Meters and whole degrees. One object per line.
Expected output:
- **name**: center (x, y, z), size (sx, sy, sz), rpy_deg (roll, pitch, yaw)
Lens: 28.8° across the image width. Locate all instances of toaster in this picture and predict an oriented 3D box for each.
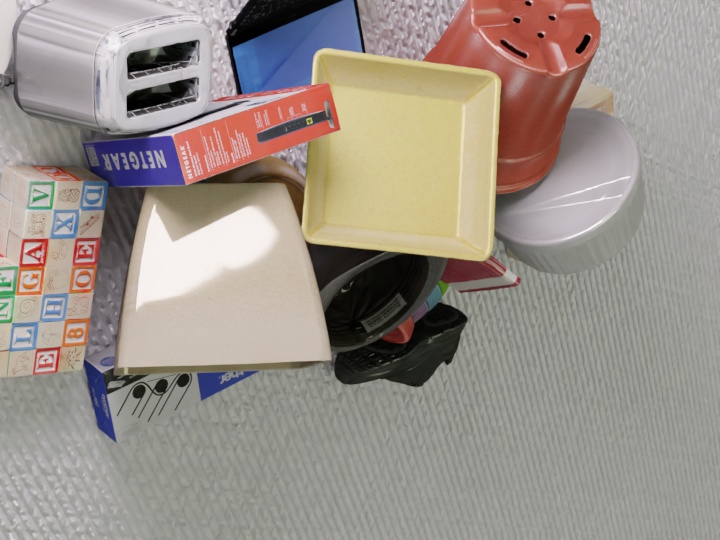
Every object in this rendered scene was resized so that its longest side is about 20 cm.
- **toaster**: center (-0.228, -0.191, 1.298), size (0.200, 0.129, 0.114), rpy_deg (-22, 122, -51)

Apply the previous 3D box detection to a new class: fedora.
- **fedora**: center (0.000, 0.000, 1.527), size (0.176, 0.090, 0.200), rpy_deg (-21, 152, -22)

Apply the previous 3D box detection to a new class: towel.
- **towel**: center (0.069, -0.038, 1.547), size (0.200, 0.144, 0.023), rpy_deg (34, 75, -17)

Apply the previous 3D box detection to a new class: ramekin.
- **ramekin**: center (0.243, -0.086, 1.660), size (0.202, 0.202, 0.094), rpy_deg (-48, 138, -14)

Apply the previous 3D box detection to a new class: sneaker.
- **sneaker**: center (0.053, 0.112, 1.756), size (0.199, 0.076, 0.091), rpy_deg (-18, 128, -32)

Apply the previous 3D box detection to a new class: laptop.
- **laptop**: center (-0.041, -0.251, 1.478), size (0.177, 0.200, 0.104), rpy_deg (-30, 88, -29)

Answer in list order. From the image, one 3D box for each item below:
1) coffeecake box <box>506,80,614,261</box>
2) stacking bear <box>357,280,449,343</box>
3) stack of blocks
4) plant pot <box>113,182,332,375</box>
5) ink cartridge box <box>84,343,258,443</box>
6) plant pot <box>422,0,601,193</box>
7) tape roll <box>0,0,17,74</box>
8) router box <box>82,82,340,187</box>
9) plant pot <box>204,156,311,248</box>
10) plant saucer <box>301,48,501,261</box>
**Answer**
- **coffeecake box**: center (0.257, -0.125, 1.824), size (0.153, 0.073, 0.201), rpy_deg (-29, 126, -27)
- **stacking bear**: center (0.069, -0.022, 1.686), size (0.200, 0.113, 0.122), rpy_deg (-53, 134, -16)
- **stack of blocks**: center (-0.323, 0.000, 1.375), size (0.115, 0.058, 0.201), rpy_deg (-2, 111, -41)
- **plant pot**: center (-0.144, 0.010, 1.394), size (0.199, 0.200, 0.178), rpy_deg (-1, 84, -11)
- **ink cartridge box**: center (-0.200, 0.102, 1.541), size (0.199, 0.044, 0.094), rpy_deg (-27, 126, -32)
- **plant pot**: center (0.161, -0.222, 1.552), size (0.200, 0.201, 0.195), rpy_deg (-30, 163, -28)
- **tape roll**: center (-0.398, -0.217, 1.225), size (0.202, 0.037, 0.204), rpy_deg (-20, 122, -35)
- **router box**: center (-0.147, -0.130, 1.370), size (0.179, 0.200, 0.049), rpy_deg (-23, 105, -33)
- **plant pot**: center (-0.105, -0.028, 1.543), size (0.199, 0.027, 0.201), rpy_deg (-5, 97, -44)
- **plant saucer**: center (0.039, -0.113, 1.434), size (0.199, 0.048, 0.201), rpy_deg (6, 80, -13)
